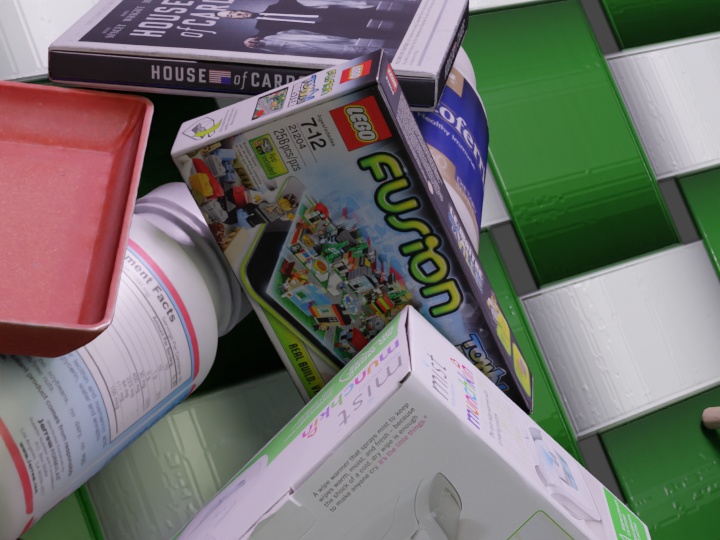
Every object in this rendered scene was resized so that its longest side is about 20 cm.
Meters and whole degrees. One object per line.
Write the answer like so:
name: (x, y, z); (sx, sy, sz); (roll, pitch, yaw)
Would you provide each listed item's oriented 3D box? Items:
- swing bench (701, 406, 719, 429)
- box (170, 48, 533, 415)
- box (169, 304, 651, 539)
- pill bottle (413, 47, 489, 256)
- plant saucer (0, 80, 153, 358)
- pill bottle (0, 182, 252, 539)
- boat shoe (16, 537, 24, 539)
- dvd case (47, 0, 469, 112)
swing bench: (0.279, 0.164, 1.002); (0.130, 0.200, 0.199); (46, 52, -10)
box: (0.000, 0.000, 0.831); (0.035, 0.109, 0.201); (-80, 147, -58)
box: (0.016, 0.154, 0.814); (0.176, 0.200, 0.097); (42, 14, -11)
pill bottle: (0.013, -0.058, 0.934); (0.115, 0.116, 0.201); (37, 29, -16)
plant saucer: (-0.202, -0.027, 0.771); (0.198, 0.037, 0.201); (5, 33, -4)
pill bottle: (-0.141, 0.038, 0.820); (0.109, 0.109, 0.200); (53, 49, -4)
boat shoe: (-0.139, 0.188, 0.733); (0.075, 0.072, 0.200); (-26, 49, -9)
dvd case: (-0.048, -0.124, 0.897); (0.198, 0.025, 0.151); (6, 25, 8)
